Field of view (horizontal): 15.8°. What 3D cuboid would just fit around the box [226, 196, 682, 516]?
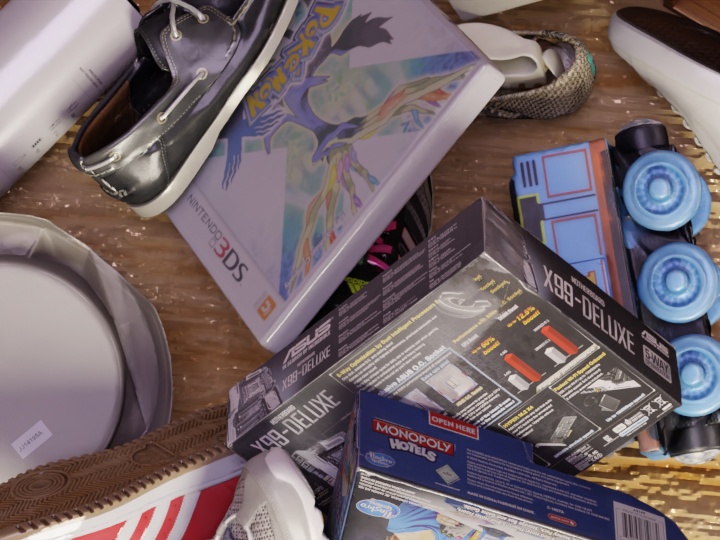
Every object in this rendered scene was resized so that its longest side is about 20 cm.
[{"bbox_3d":[0.049,0.070,1.414,0.157,0.050,0.200,36,122,-27],"label":"box"}]

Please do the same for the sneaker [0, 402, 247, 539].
[{"bbox_3d":[-0.127,0.156,1.450,0.199,0.071,0.113,-18,118,-29],"label":"sneaker"}]

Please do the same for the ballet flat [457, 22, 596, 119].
[{"bbox_3d":[0.038,-0.121,1.522,0.199,0.075,0.068,-2,70,5],"label":"ballet flat"}]

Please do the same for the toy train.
[{"bbox_3d":[0.152,0.016,1.488,0.114,0.087,0.201,-11,81,12],"label":"toy train"}]

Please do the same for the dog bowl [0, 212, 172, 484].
[{"bbox_3d":[-0.208,0.064,1.492,0.199,0.059,0.201,-1,96,-9],"label":"dog bowl"}]

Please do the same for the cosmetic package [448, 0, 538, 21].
[{"bbox_3d":[0.135,-0.220,1.469,0.199,0.071,0.106,-14,39,33],"label":"cosmetic package"}]

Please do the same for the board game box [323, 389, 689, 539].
[{"bbox_3d":[0.050,0.179,1.436,0.199,0.200,0.062,19,40,-15],"label":"board game box"}]

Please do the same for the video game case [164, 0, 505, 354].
[{"bbox_3d":[-0.026,-0.078,1.472,0.200,0.022,0.182,-51,41,10],"label":"video game case"}]

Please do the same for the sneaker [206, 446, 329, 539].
[{"bbox_3d":[-0.073,0.187,1.405,0.082,0.075,0.201,-2,122,-30],"label":"sneaker"}]

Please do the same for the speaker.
[{"bbox_3d":[-0.214,-0.097,1.537,0.081,0.081,0.200,44,87,10],"label":"speaker"}]

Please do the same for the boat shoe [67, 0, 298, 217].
[{"bbox_3d":[-0.096,-0.130,1.509,0.067,0.072,0.201,34,87,-31],"label":"boat shoe"}]

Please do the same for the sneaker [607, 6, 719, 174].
[{"bbox_3d":[0.215,-0.078,1.504,0.200,0.073,0.085,37,120,24],"label":"sneaker"}]

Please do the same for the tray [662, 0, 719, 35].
[{"bbox_3d":[0.270,-0.132,1.492,0.199,0.099,0.037,30,83,9],"label":"tray"}]

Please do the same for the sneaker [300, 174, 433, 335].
[{"bbox_3d":[0.000,0.000,1.485,0.073,0.087,0.201,10,92,1],"label":"sneaker"}]
